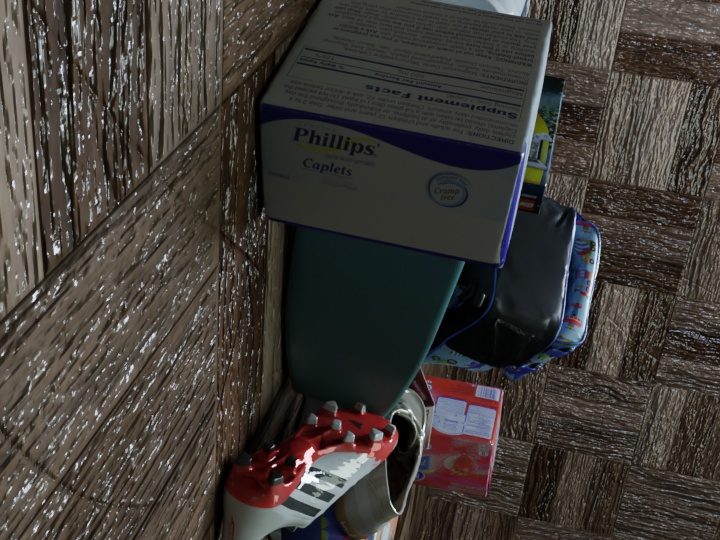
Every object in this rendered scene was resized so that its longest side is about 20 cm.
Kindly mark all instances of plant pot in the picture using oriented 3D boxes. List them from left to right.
[{"bbox_3d":[0.011,0.022,0.932,0.141,0.141,0.200,-64,169,-59],"label":"plant pot"}]

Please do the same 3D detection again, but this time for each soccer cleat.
[{"bbox_3d":[-0.041,0.170,0.862,0.200,0.069,0.085,-18,131,-53],"label":"soccer cleat"}]

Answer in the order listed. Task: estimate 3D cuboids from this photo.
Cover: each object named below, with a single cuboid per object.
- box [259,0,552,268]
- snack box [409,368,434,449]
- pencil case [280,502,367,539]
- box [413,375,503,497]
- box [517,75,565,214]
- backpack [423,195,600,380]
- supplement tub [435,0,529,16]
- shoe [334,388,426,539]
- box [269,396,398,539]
[{"bbox_3d":[0.039,-0.116,0.786,0.200,0.184,0.105,-69,168,-48],"label":"box"},{"bbox_3d":[0.042,0.102,1.159,0.200,0.024,0.072,-110,-162,-46],"label":"snack box"},{"bbox_3d":[-0.037,0.249,0.925,0.078,0.087,0.200,41,32,-44],"label":"pencil case"},{"bbox_3d":[0.066,0.192,1.258,0.100,0.200,0.096,-68,164,-52],"label":"box"},{"bbox_3d":[0.070,-0.128,0.907,0.038,0.200,0.137,93,12,-51],"label":"box"},{"bbox_3d":[0.131,0.025,1.064,0.200,0.134,0.183,-44,-154,55],"label":"backpack"},{"bbox_3d":[0.133,-0.315,1.285,0.200,0.140,0.140,-65,163,-57],"label":"supplement tub"},{"bbox_3d":[0.034,0.171,0.963,0.053,0.070,0.200,-34,-165,30],"label":"shoe"},{"bbox_3d":[-0.017,0.246,1.102,0.200,0.106,0.152,84,18,-60],"label":"box"}]
